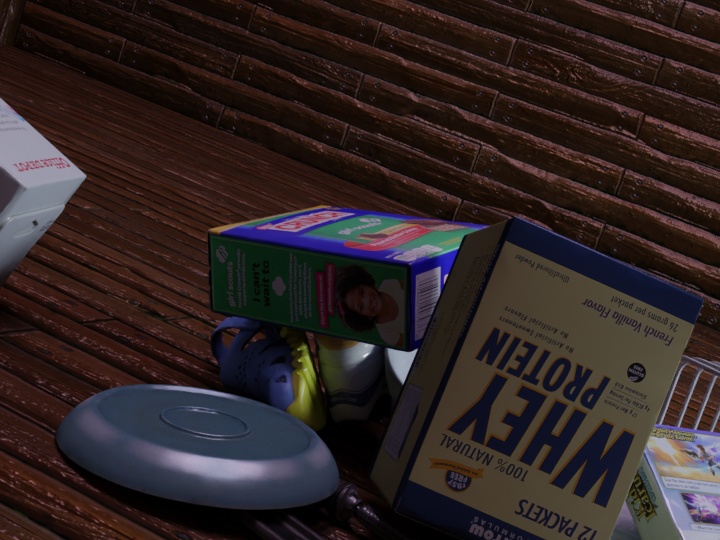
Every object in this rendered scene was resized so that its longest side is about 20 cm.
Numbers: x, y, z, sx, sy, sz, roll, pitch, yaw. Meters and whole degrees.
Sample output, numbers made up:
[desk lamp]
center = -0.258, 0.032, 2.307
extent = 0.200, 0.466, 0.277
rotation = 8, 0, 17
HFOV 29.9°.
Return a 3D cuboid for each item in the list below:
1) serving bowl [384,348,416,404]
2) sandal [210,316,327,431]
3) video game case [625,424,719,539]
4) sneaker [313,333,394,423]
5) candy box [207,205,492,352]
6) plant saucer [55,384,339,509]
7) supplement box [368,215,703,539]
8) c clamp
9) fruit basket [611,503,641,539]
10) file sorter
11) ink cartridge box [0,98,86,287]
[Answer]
[serving bowl]
center = 0.113, 0.103, 1.121
extent = 0.197, 0.067, 0.201
rotation = 8, 31, -5
[sandal]
center = -0.080, 0.086, 1.152
extent = 0.086, 0.080, 0.200
rotation = -15, 21, -5
[video game case]
center = 0.304, 0.205, 1.020
extent = 0.197, 0.046, 0.182
rotation = 10, 39, -22
[sneaker]
center = 0.005, 0.087, 1.190
extent = 0.074, 0.090, 0.200
rotation = -4, 1, 20
[candy box]
center = 0.000, 0.000, 1.120
extent = 0.198, 0.078, 0.168
rotation = 7, 14, 32
[plant saucer]
center = -0.109, 0.115, 0.931
extent = 0.197, 0.028, 0.200
rotation = 11, 8, -2
[supplement box]
center = 0.108, 0.085, 0.921
extent = 0.133, 0.202, 0.200
rotation = 23, -3, -4
[c clamp]
center = 0.020, 0.187, 0.884
extent = 0.199, 0.027, 0.170
rotation = 27, 17, 31
[fruit basket]
center = 0.291, 0.222, 1.117
extent = 0.183, 0.095, 0.200
rotation = 21, 25, 12
[file sorter]
center = 0.390, 0.170, 1.407
extent = 0.138, 0.126, 0.199
rotation = 26, 8, 37
[ink cartridge box]
center = -0.357, -0.083, 1.104
extent = 0.200, 0.145, 0.145
rotation = 41, 11, 2
